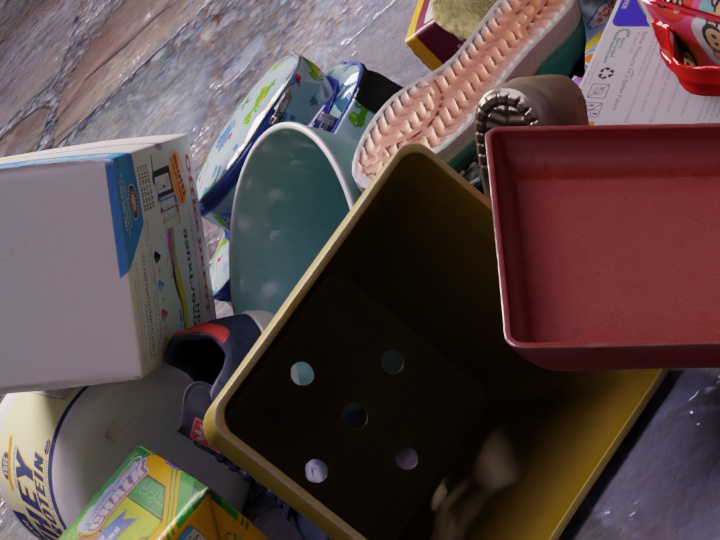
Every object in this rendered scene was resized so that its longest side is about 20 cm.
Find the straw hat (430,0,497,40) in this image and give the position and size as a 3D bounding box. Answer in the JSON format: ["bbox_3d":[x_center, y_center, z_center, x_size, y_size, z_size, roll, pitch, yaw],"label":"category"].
[{"bbox_3d":[0.093,-0.199,1.820,0.199,0.086,0.201,-1,12,0],"label":"straw hat"}]

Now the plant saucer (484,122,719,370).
[{"bbox_3d":[0.170,-0.010,1.441,0.198,0.037,0.201,-1,38,-1],"label":"plant saucer"}]

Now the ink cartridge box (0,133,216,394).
[{"bbox_3d":[-0.196,-0.007,1.806,0.143,0.149,0.200,-6,6,12],"label":"ink cartridge box"}]

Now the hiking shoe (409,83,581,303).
[{"bbox_3d":[0.113,-0.045,1.666,0.074,0.087,0.201,29,83,31],"label":"hiking shoe"}]

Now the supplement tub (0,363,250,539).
[{"bbox_3d":[-0.176,0.132,1.891,0.145,0.145,0.200,-53,21,-15],"label":"supplement tub"}]

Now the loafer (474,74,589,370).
[{"bbox_3d":[0.114,-0.029,1.587,0.075,0.201,0.068,25,44,35],"label":"loafer"}]

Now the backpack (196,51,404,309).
[{"bbox_3d":[-0.041,-0.056,1.938,0.201,0.146,0.183,-61,9,2],"label":"backpack"}]

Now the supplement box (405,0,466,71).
[{"bbox_3d":[0.138,-0.221,1.981,0.200,0.086,0.111,-35,23,33],"label":"supplement box"}]

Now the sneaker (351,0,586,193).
[{"bbox_3d":[0.078,-0.096,1.700,0.071,0.080,0.200,26,61,41],"label":"sneaker"}]

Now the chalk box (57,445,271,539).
[{"bbox_3d":[-0.123,0.200,1.689,0.125,0.124,0.200,-51,21,-10],"label":"chalk box"}]

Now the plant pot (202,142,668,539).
[{"bbox_3d":[0.021,0.076,1.547,0.201,0.200,0.176,-54,10,-18],"label":"plant pot"}]

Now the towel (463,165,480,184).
[{"bbox_3d":[0.132,-0.101,1.868,0.199,0.035,0.193,-27,32,40],"label":"towel"}]

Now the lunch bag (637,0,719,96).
[{"bbox_3d":[0.255,-0.154,1.534,0.176,0.082,0.200,-38,35,-16],"label":"lunch bag"}]

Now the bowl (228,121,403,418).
[{"bbox_3d":[0.000,0.000,1.762,0.200,0.104,0.203,18,110,60],"label":"bowl"}]

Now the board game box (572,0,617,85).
[{"bbox_3d":[0.163,-0.155,1.807,0.151,0.037,0.200,-41,27,12],"label":"board game box"}]

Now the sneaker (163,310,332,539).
[{"bbox_3d":[-0.068,0.109,1.707,0.200,0.084,0.075,59,142,41],"label":"sneaker"}]

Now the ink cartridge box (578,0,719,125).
[{"bbox_3d":[0.241,-0.131,1.622,0.199,0.044,0.199,4,49,29],"label":"ink cartridge box"}]
